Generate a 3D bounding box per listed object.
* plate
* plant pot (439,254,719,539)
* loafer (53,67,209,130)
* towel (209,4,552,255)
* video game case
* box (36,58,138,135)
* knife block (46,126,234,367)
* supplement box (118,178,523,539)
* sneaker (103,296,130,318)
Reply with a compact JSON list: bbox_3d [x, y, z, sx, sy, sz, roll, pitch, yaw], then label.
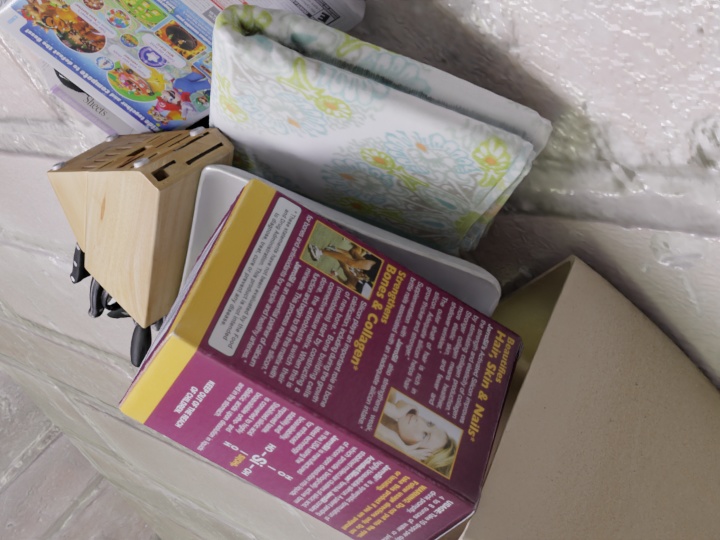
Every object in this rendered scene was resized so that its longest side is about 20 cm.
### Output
[{"bbox_3d":[-0.023,0.024,0.776,0.199,0.032,0.200,22,138,1],"label":"plate"},{"bbox_3d":[0.142,0.141,0.779,0.176,0.201,0.200,29,158,-7],"label":"plant pot"},{"bbox_3d":[-0.118,-0.138,0.824,0.200,0.071,0.068,20,143,-15],"label":"loafer"},{"bbox_3d":[0.003,-0.082,0.707,0.199,0.048,0.171,20,160,-3],"label":"towel"},{"bbox_3d":[-0.116,-0.161,0.716,0.199,0.018,0.143,-23,133,37],"label":"video game case"},{"bbox_3d":[-0.173,-0.116,0.920,0.039,0.041,0.200,57,-171,35],"label":"box"},{"bbox_3d":[-0.138,-0.005,0.802,0.199,0.064,0.176,4,123,50],"label":"knife block"},{"bbox_3d":[-0.020,0.061,0.693,0.199,0.131,0.103,31,138,-9],"label":"supplement box"},{"bbox_3d":[-0.250,0.039,1.374,0.087,0.076,0.200,40,158,-10],"label":"sneaker"}]
